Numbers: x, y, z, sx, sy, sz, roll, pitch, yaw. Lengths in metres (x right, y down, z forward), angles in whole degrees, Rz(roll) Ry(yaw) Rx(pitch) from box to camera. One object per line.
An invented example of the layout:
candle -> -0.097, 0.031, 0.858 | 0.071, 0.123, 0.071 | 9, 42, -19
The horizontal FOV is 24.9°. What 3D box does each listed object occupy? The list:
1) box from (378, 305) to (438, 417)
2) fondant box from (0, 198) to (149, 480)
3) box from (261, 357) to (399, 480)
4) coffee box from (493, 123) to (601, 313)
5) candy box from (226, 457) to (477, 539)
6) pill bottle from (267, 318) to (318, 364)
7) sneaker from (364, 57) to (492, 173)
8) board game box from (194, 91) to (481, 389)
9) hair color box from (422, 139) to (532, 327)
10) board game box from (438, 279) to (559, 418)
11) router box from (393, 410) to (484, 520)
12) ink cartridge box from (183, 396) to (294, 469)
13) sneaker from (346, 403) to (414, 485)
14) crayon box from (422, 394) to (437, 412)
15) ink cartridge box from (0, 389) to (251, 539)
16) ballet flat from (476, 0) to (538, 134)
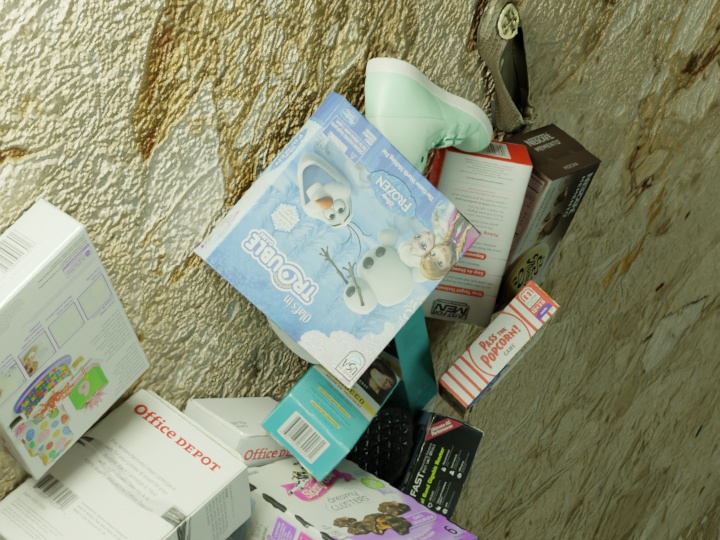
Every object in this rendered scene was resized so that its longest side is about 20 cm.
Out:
box -> 0.030, 0.074, 1.786 | 0.049, 0.082, 0.201 | -45, 146, -24
fondant box -> -0.266, 0.060, 1.353 | 0.144, 0.058, 0.201 | -46, 146, -23
box -> -0.027, 0.134, 1.663 | 0.049, 0.082, 0.200 | -46, -179, 24
coffee box -> 0.182, -0.057, 1.876 | 0.113, 0.080, 0.201 | -20, 142, -48
candy box -> -0.016, 0.259, 1.589 | 0.167, 0.199, 0.072 | -7, 119, -54
pill bottle -> 0.000, 0.000, 1.648 | 0.200, 0.110, 0.111 | -43, 146, -24
sneaker -> 0.060, -0.125, 1.643 | 0.200, 0.073, 0.119 | 24, 73, -51
board game box -> -0.018, -0.026, 1.539 | 0.200, 0.043, 0.199 | 42, 88, -24
hair color box -> 0.115, -0.044, 1.788 | 0.061, 0.101, 0.201 | -97, -162, -63
board game box -> 0.154, 0.094, 1.850 | 0.152, 0.046, 0.200 | -46, 172, -5
router box -> 0.063, 0.256, 1.812 | 0.150, 0.062, 0.201 | 145, -33, -82
ink cartridge box -> -0.140, 0.236, 1.665 | 0.147, 0.085, 0.201 | 5, 109, -58
sneaker -> 0.001, 0.231, 1.811 | 0.083, 0.071, 0.201 | -79, -168, -77
crayon box -> -0.001, 0.205, 1.882 | 0.199, 0.051, 0.127 | -14, 127, -52
ink cartridge box -> -0.216, 0.223, 1.477 | 0.200, 0.146, 0.083 | -39, 145, -31
ballet flat -> 0.165, -0.220, 1.775 | 0.067, 0.046, 0.201 | -45, 147, -25
